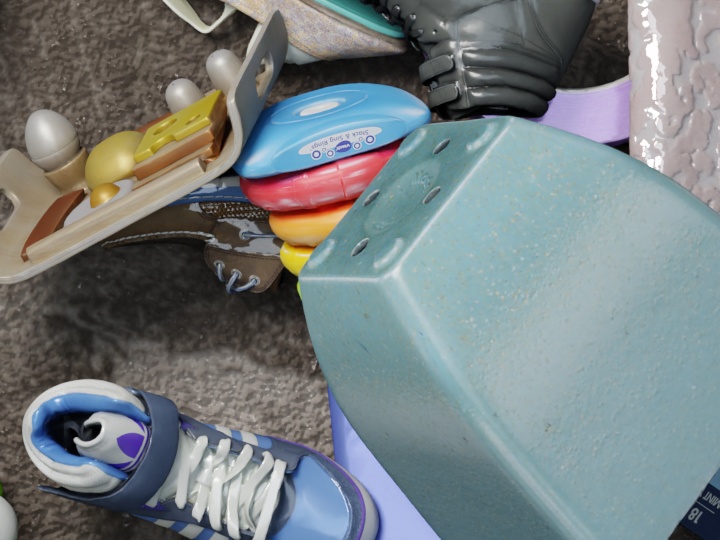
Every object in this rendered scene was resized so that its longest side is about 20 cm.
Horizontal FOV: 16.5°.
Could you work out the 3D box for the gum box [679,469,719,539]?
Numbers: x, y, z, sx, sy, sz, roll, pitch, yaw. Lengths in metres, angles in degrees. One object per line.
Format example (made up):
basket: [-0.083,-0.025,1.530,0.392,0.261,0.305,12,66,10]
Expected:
gum box: [0.268,0.083,1.455,0.170,0.045,0.200,33,91,-33]

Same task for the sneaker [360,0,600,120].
sneaker: [0.033,-0.143,1.430,0.199,0.071,0.100,15,86,-1]

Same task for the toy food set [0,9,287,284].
toy food set: [-0.138,-0.078,1.441,0.200,0.144,0.060,-27,109,20]

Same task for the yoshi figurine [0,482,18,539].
yoshi figurine: [-0.228,0.189,1.507,0.112,0.112,0.201,-4,107,44]

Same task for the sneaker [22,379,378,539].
sneaker: [-0.101,0.120,1.437,0.200,0.146,0.081,19,87,22]

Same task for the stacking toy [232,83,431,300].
stacking toy: [0.000,0.000,1.436,0.116,0.110,0.201,-16,105,-6]

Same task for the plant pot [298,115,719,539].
plant pot: [0.086,0.025,1.334,0.200,0.196,0.196,46,72,-19]

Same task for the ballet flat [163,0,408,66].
ballet flat: [-0.066,-0.166,1.510,0.200,0.068,0.067,32,110,7]

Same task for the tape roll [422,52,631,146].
tape roll: [0.128,-0.173,1.495,0.199,0.066,0.201,0,90,1]

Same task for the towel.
towel: [0.237,-0.117,1.443,0.190,0.032,0.201,1,85,-28]

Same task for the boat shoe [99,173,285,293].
boat shoe: [-0.064,-0.023,1.498,0.199,0.072,0.073,-7,91,2]

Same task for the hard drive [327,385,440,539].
hard drive: [0.050,0.109,1.478,0.132,0.025,0.201,-10,73,14]
